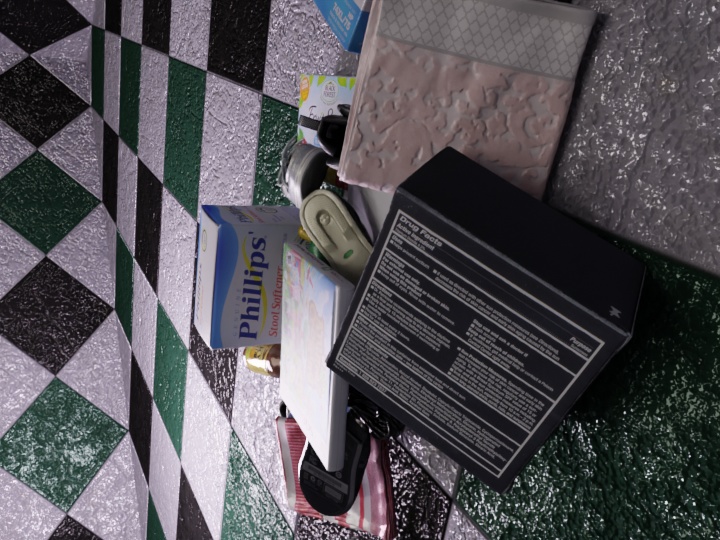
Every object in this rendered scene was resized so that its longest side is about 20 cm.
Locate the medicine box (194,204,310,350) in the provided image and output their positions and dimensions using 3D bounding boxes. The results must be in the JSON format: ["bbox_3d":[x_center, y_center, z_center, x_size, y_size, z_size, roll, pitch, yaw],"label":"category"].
[{"bbox_3d":[-0.139,0.006,0.926,0.102,0.195,0.187,33,120,53],"label":"medicine box"}]

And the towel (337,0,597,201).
[{"bbox_3d":[0.091,-0.152,0.552,0.032,0.194,0.196,-88,11,-67],"label":"towel"}]

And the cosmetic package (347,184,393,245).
[{"bbox_3d":[0.060,-0.053,0.706,0.199,0.072,0.105,34,128,55],"label":"cosmetic package"}]

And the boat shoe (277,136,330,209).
[{"bbox_3d":[-0.078,-0.121,0.772,0.076,0.064,0.202,-63,5,3],"label":"boat shoe"}]

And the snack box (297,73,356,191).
[{"bbox_3d":[-0.025,-0.194,0.861,0.199,0.052,0.147,28,116,54],"label":"snack box"}]

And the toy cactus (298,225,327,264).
[{"bbox_3d":[-0.048,0.021,0.825,0.166,0.099,0.205,-110,35,-66],"label":"toy cactus"}]

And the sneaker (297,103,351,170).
[{"bbox_3d":[-0.014,-0.150,0.672,0.198,0.137,0.080,24,108,52],"label":"sneaker"}]

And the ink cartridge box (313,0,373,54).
[{"bbox_3d":[0.052,-0.344,0.634,0.148,0.143,0.202,63,141,34],"label":"ink cartridge box"}]

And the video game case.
[{"bbox_3d":[-0.056,0.088,0.703,0.182,0.021,0.206,-146,57,-61],"label":"video game case"}]

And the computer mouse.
[{"bbox_3d":[-0.021,0.223,0.789,0.136,0.053,0.205,26,117,19],"label":"computer mouse"}]

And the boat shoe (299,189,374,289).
[{"bbox_3d":[0.000,0.000,0.719,0.071,0.068,0.204,-28,85,11],"label":"boat shoe"}]

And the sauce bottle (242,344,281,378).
[{"bbox_3d":[-0.143,0.153,1.078,0.198,0.063,0.067,-8,86,57],"label":"sauce bottle"}]

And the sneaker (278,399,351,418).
[{"bbox_3d":[-0.061,0.219,0.920,0.198,0.087,0.081,-11,83,56],"label":"sneaker"}]

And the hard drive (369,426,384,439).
[{"bbox_3d":[0.018,0.091,0.797,0.140,0.032,0.205,46,130,47],"label":"hard drive"}]

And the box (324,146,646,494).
[{"bbox_3d":[0.100,0.040,0.534,0.198,0.123,0.201,33,128,12],"label":"box"}]

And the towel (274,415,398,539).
[{"bbox_3d":[-0.039,0.285,0.865,0.196,0.023,0.149,0,101,37],"label":"towel"}]
